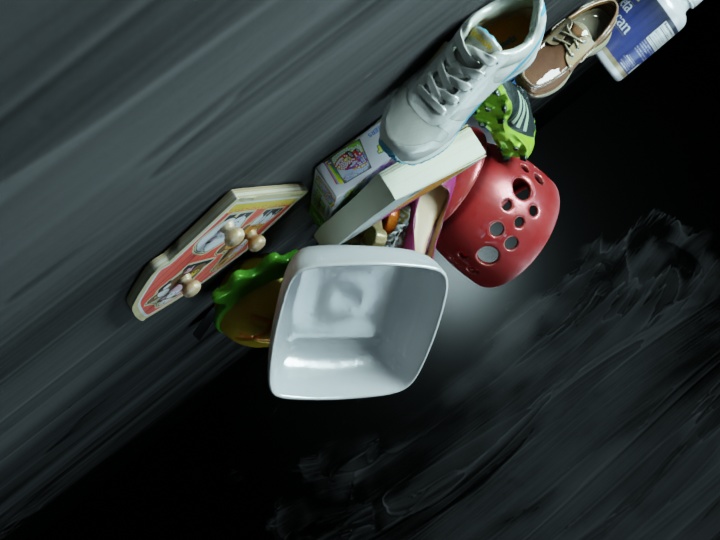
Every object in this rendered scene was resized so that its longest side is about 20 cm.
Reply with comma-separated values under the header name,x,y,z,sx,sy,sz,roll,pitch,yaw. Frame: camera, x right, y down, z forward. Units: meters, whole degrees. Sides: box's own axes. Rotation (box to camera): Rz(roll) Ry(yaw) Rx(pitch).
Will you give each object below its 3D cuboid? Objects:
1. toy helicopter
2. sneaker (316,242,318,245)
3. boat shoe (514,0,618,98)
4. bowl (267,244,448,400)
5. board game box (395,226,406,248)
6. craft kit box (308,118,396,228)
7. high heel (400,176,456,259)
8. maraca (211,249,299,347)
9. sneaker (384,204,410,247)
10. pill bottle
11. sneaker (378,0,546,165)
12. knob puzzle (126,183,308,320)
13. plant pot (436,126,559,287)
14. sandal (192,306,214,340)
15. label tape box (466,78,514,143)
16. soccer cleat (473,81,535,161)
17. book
name,x,y,z,sx,sy,sz,roll,pitch,yaw
toy helicopter,0.000,0.000,0.952,0.077,0.204,0.133,12,140,-27
sneaker,-0.001,-0.078,1.154,0.094,0.081,0.199,-7,-157,46
boat shoe,0.296,-0.325,1.003,0.200,0.076,0.072,-44,171,-18
bowl,-0.011,0.053,0.807,0.194,0.075,0.204,1,126,-20
board game box,0.045,-0.069,1.377,0.199,0.098,0.159,-40,176,25
craft kit box,0.028,-0.133,0.828,0.195,0.049,0.200,-36,176,-10
high heel,0.098,-0.063,0.943,0.096,0.066,0.205,34,-77,59
maraca,-0.119,0.030,0.855,0.135,0.108,0.201,-30,164,-13
sneaker,0.033,-0.058,1.029,0.115,0.072,0.205,-36,-142,53
pill bottle,0.516,-0.455,1.276,0.199,0.112,0.111,-40,176,25
sneaker,0.091,-0.183,0.652,0.200,0.077,0.081,-45,169,-7
knob puzzle,-0.147,-0.007,0.688,0.218,0.031,0.220,-39,177,-2
plant pot,0.178,-0.104,1.093,0.201,0.180,0.203,-49,-159,26
sandal,-0.165,0.044,1.056,0.199,0.043,0.076,-37,177,-29
label tape box,0.215,-0.245,1.190,0.199,0.064,0.144,-41,177,36
soccer cleat,0.194,-0.224,0.948,0.200,0.066,0.083,39,62,-56
book,0.047,-0.094,0.826,0.133,0.049,0.199,-36,179,44
